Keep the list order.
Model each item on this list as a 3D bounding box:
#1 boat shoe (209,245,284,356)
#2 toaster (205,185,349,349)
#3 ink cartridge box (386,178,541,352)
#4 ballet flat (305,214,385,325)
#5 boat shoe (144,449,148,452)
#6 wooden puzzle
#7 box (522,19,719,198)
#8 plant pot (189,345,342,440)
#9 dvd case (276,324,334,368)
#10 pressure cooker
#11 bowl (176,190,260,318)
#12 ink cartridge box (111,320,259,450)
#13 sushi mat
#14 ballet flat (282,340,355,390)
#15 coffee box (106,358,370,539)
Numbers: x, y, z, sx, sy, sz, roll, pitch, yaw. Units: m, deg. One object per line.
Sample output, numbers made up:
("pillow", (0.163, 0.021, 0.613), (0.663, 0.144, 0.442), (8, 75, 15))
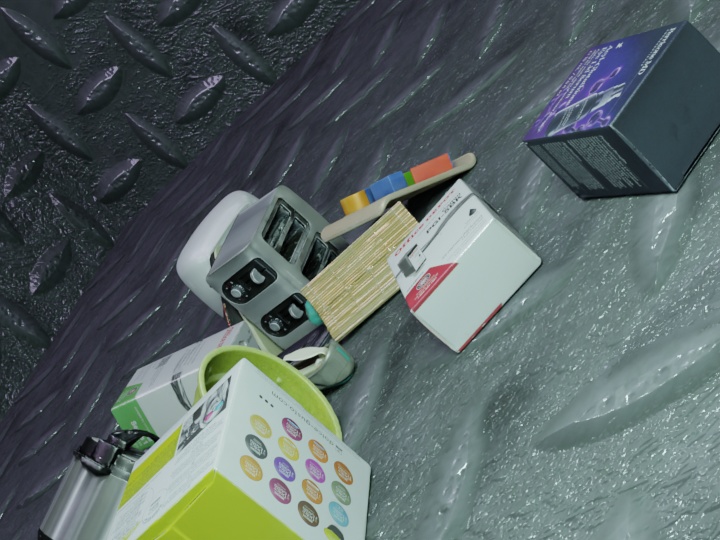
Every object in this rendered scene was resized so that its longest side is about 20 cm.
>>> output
("boat shoe", (-0.191, 0.059, 2.015), (0.063, 0.203, 0.073), (-32, -10, 31))
("toaster", (-0.118, -0.010, 1.991), (0.118, 0.181, 0.201), (-32, 24, 37))
("ink cartridge box", (0.117, -0.011, 1.534), (0.147, 0.083, 0.200), (-48, 17, 8))
("ballet flat", (0.000, 0.000, 1.836), (0.200, 0.067, 0.070), (-49, 33, -16))
("boat shoe", (-0.270, 0.228, 2.054), (0.073, 0.067, 0.201), (-25, 29, 54))
("wooden puzzle", (0.049, -0.118, 1.895), (0.199, 0.047, 0.185), (-29, 4, -33))
("box", (0.291, -0.168, 1.387), (0.148, 0.104, 0.200), (-53, 16, -13))
("plant pot", (-0.152, 0.228, 1.575), (0.185, 0.199, 0.201), (-55, 13, 26))
("dvd case", (-0.103, 0.140, 1.866), (0.199, 0.016, 0.149), (-35, 13, 38))
("pressure cooker", (-0.334, 0.317, 1.780), (0.202, 0.177, 0.176), (-65, 15, -10))
("bowl", (-0.179, -0.019, 2.113), (0.201, 0.199, 0.075), (-55, 10, -24))
("ink cartridge box", (-0.249, 0.170, 1.902), (0.198, 0.085, 0.146), (-24, 15, 15))
("sushi mat", (0.012, 0.003, 1.773), (0.200, 0.096, 0.012), (-41, -21, 18))
("ballet flat", (-0.098, 0.144, 1.725), (0.199, 0.064, 0.068), (-26, 29, 27))
("coffee box", (-0.128, 0.264, 1.364), (0.200, 0.199, 0.198), (-42, 18, 23))
